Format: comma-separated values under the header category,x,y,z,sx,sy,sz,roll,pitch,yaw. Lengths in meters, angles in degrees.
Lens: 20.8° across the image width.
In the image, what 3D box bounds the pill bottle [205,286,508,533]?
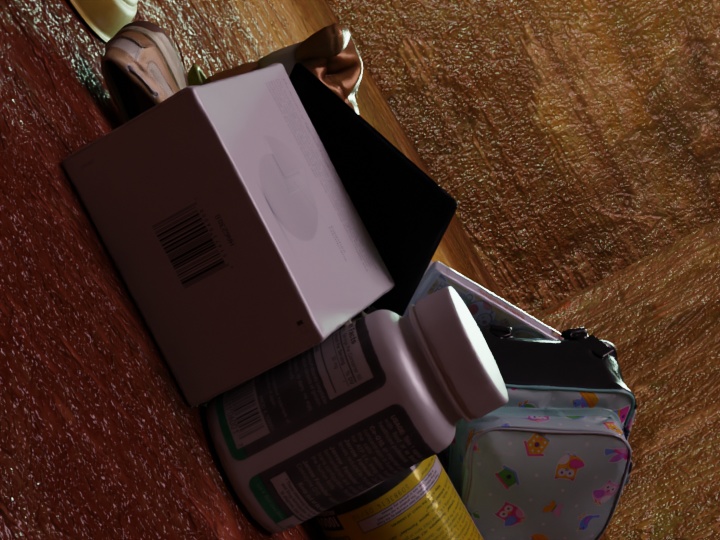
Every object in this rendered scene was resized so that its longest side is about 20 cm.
category,x,y,z,sx,sy,sz,roll,pitch,yaw
pill bottle,-0.001,0.099,1.417,0.113,0.199,0.113,61,8,-15

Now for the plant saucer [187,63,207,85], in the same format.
category,x,y,z,sx,sy,sz,roll,pitch,yaw
plant saucer,-0.110,-0.060,1.809,0.200,0.048,0.200,56,10,-43

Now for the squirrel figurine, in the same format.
category,x,y,z,sx,sy,sz,roll,pitch,yaw
squirrel figurine,-0.036,-0.117,1.836,0.200,0.141,0.188,-28,97,-80

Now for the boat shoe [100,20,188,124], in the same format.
category,x,y,z,sx,sy,sz,roll,pitch,yaw
boat shoe,-0.160,-0.102,1.609,0.201,0.071,0.076,60,33,-20

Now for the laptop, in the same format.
category,x,y,z,sx,sy,sz,roll,pitch,yaw
laptop,0.006,-0.042,1.603,0.187,0.116,0.200,43,3,23

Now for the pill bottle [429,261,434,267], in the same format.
category,x,y,z,sx,sy,sz,roll,pitch,yaw
pill bottle,0.030,0.061,1.933,0.111,0.111,0.200,63,-15,8

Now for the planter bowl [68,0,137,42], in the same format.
category,x,y,z,sx,sy,sz,roll,pitch,yaw
planter bowl,-0.230,-0.306,1.722,0.201,0.083,0.201,61,9,-15

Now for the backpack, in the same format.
category,x,y,z,sx,sy,sz,roll,pitch,yaw
backpack,0.142,0.166,1.683,0.154,0.175,0.201,-100,-165,-51

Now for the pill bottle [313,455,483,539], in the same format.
category,x,y,z,sx,sy,sz,roll,pitch,yaw
pill bottle,0.041,0.227,1.589,0.201,0.112,0.112,61,8,-14

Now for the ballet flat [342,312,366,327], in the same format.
category,x,y,z,sx,sy,sz,roll,pitch,yaw
ballet flat,0.000,0.000,1.754,0.071,0.070,0.201,-102,-179,-63

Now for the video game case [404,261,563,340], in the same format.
category,x,y,z,sx,sy,sz,roll,pitch,yaw
video game case,0.090,0.112,1.757,0.181,0.200,0.023,30,26,-10

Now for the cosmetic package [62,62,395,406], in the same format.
category,x,y,z,sx,sy,sz,roll,pitch,yaw
cosmetic package,-0.092,-0.032,1.451,0.200,0.123,0.200,63,20,-2
